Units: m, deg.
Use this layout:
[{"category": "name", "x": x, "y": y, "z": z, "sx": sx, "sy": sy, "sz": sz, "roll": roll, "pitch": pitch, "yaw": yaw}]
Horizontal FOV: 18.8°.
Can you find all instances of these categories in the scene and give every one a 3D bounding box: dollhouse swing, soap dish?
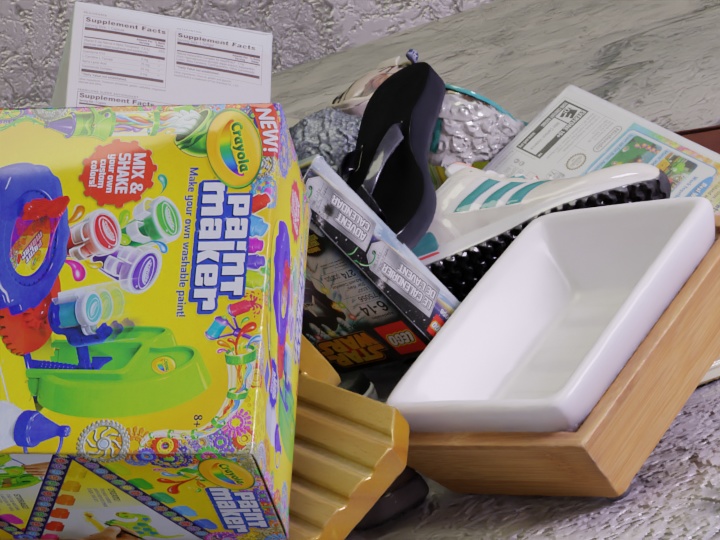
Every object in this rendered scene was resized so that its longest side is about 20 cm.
[{"category": "dollhouse swing", "x": -0.107, "y": 0.087, "z": 1.198, "sx": 0.200, "sy": 0.182, "sz": 0.176, "roll": -48, "pitch": 17, "yaw": -17}, {"category": "soap dish", "x": 0.124, "y": 0.047, "z": 1.242, "sx": 0.157, "sy": 0.081, "sz": 0.200, "roll": -5, "pitch": 34, "yaw": 47}]

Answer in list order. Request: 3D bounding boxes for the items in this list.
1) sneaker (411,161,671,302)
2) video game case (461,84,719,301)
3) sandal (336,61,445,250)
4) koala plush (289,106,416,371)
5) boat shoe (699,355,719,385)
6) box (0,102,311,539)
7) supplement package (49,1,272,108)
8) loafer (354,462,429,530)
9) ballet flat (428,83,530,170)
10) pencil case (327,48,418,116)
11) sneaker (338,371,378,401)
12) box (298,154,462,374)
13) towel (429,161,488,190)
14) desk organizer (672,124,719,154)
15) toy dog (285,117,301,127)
[{"category": "sneaker", "x": 0.095, "y": -0.043, "z": 1.394, "sx": 0.199, "sy": 0.070, "sz": 0.094, "roll": -22, "pitch": 52, "yaw": 7}, {"category": "video game case", "x": 0.140, "y": -0.022, "z": 1.424, "sx": 0.200, "sy": 0.024, "sz": 0.182, "roll": -44, "pitch": 49, "yaw": -18}, {"category": "sandal", "x": 0.010, "y": -0.069, "z": 1.405, "sx": 0.076, "sy": 0.043, "sz": 0.200, "roll": -29, "pitch": 32, "yaw": 27}, {"category": "koala plush", "x": 0.000, "y": 0.000, "z": 1.561, "sx": 0.177, "sy": 0.184, "sz": 0.200, "roll": -25, "pitch": 30, "yaw": 19}, {"category": "boat shoe", "x": 0.228, "y": 0.016, "z": 1.350, "sx": 0.200, "sy": 0.066, "sz": 0.074, "roll": -27, "pitch": 16, "yaw": -26}, {"category": "box", "x": -0.132, "y": 0.028, "z": 1.145, "sx": 0.192, "sy": 0.200, "sz": 0.122, "roll": -1, "pitch": -28, "yaw": 7}, {"category": "supplement package", "x": -0.152, "y": -0.063, "z": 1.582, "sx": 0.150, "sy": 0.200, "sz": 0.152, "roll": 8, "pitch": -34, "yaw": -12}, {"category": "loafer", "x": -0.029, "y": 0.105, "z": 1.326, "sx": 0.073, "sy": 0.071, "sz": 0.200, "roll": -26, "pitch": 15, "yaw": -31}, {"category": "ballet flat", "x": 0.101, "y": -0.081, "z": 1.544, "sx": 0.072, "sy": 0.072, "sz": 0.200, "roll": -9, "pitch": -15, "yaw": 36}, {"category": "pencil case", "x": 0.060, "y": -0.071, "z": 1.696, "sx": 0.078, "sy": 0.200, "sz": 0.089, "roll": -20, "pitch": 19, "yaw": 44}, {"category": "sneaker", "x": -0.097, "y": 0.076, "z": 1.457, "sx": 0.200, "sy": 0.112, "sz": 0.073, "roll": -18, "pitch": 13, "yaw": 3}, {"category": "box", "x": -0.050, "y": 0.008, "z": 1.335, "sx": 0.200, "sy": 0.137, "sz": 0.040, "roll": -16, "pitch": 36, "yaw": 50}, {"category": "towel", "x": 0.097, "y": -0.055, "z": 1.589, "sx": 0.018, "sy": 0.200, "sz": 0.086, "roll": -41, "pitch": 46, "yaw": 26}, {"category": "desk organizer", "x": 0.263, "y": -0.064, "z": 1.641, "sx": 0.200, "sy": 0.072, "sz": 0.077, "roll": -7, "pitch": 19, "yaw": 43}, {"category": "toy dog", "x": -0.040, "y": -0.060, "z": 1.760, "sx": 0.139, "sy": 0.194, "sz": 0.200, "roll": -31, "pitch": 9, "yaw": 0}]
